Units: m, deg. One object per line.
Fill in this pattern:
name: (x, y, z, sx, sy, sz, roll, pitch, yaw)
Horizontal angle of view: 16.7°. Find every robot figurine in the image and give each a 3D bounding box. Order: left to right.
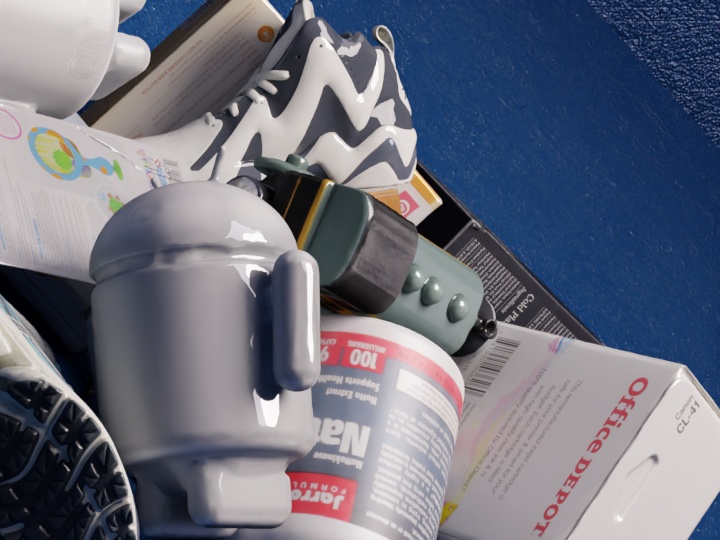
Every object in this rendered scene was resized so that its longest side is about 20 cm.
robot figurine: (-0.222, -0.152, 1.433, 0.199, 0.113, 0.170, 8, 65, -37)
robot figurine: (-0.085, 0.040, 1.298, 0.113, 0.169, 0.201, 9, 72, -50)

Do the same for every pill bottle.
pill bottle: (-0.016, 0.137, 1.367, 0.120, 0.119, 0.201, 39, 49, -36)

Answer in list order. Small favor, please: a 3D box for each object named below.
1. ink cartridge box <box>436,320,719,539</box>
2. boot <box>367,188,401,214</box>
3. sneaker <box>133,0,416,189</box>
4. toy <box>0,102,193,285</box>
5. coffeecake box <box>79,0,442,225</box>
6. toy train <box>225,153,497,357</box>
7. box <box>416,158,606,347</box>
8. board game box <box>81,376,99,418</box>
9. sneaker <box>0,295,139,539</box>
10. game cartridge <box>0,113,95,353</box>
ink cartridge box: (0.101, 0.118, 1.442, 0.200, 0.148, 0.086, 15, -27, 50)
boot: (0.026, 0.025, 1.584, 0.200, 0.074, 0.155, 0, 83, -42)
sneaker: (-0.063, -0.115, 1.570, 0.079, 0.198, 0.130, -130, -143, -81)
toy: (-0.170, -0.030, 1.391, 0.199, 0.047, 0.115, 10, 49, -40)
coffeecake box: (-0.069, -0.073, 1.654, 0.200, 0.153, 0.073, 48, 1, -15)
toy train: (0.000, 0.000, 1.427, 0.114, 0.085, 0.200, 18, -10, 38)
box: (0.074, 0.016, 1.873, 0.182, 0.104, 0.200, 42, 4, -28)
board game box: (-0.080, 0.119, 1.469, 0.200, 0.035, 0.136, 48, 18, -14)
sneaker: (-0.171, 0.068, 1.269, 0.200, 0.078, 0.086, 55, 14, 5)
game cartridge: (-0.185, -0.035, 1.504, 0.133, 0.042, 0.200, 46, 18, -7)
